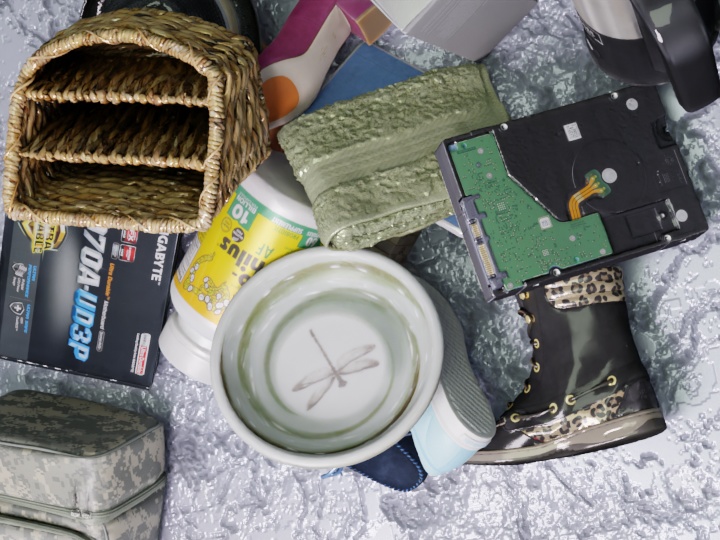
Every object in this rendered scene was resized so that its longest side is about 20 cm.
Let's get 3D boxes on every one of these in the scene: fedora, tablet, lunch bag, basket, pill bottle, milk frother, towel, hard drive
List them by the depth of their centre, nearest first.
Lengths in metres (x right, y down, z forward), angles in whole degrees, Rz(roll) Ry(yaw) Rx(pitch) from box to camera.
[{"bbox_3d":[0.268,-0.251,1.312,0.200,0.188,0.181,-45,63,0],"label":"milk frother"},{"bbox_3d":[-0.192,-0.128,1.364,0.199,0.149,0.143,6,122,20],"label":"basket"},{"bbox_3d":[0.176,-0.066,1.379,0.199,0.038,0.140,-17,80,-15],"label":"hard drive"},{"bbox_3d":[0.039,-0.102,1.423,0.199,0.037,0.149,-19,59,-10],"label":"towel"},{"bbox_3d":[0.047,-0.118,1.461,0.199,0.014,0.130,30,64,19],"label":"tablet"},{"bbox_3d":[-0.186,-0.192,1.475,0.199,0.092,0.202,7,113,15],"label":"fedora"},{"bbox_3d":[-0.103,0.001,1.486,0.113,0.113,0.201,38,112,17],"label":"pill bottle"},{"bbox_3d":[-0.285,0.220,1.559,0.199,0.139,0.169,7,108,21],"label":"lunch bag"}]

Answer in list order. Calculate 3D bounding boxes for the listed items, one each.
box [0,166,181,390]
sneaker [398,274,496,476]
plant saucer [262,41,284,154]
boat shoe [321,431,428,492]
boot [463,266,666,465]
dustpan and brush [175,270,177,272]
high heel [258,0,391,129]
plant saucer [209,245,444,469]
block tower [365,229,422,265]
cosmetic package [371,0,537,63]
[{"bbox_3d":[-0.252,0.004,1.522,0.158,0.046,0.201,12,120,-4],"label":"box"},{"bbox_3d":[0.049,0.090,1.433,0.082,0.074,0.201,-46,39,28],"label":"sneaker"},{"bbox_3d":[-0.149,-0.138,1.559,0.199,0.037,0.201,-1,89,22],"label":"plant saucer"},{"bbox_3d":[-0.030,0.143,1.459,0.199,0.069,0.084,30,120,-6],"label":"boat shoe"},{"bbox_3d":[0.155,0.087,1.422,0.199,0.073,0.152,-14,79,28],"label":"boot"},{"bbox_3d":[-0.215,-0.008,1.563,0.199,0.057,0.140,10,120,-10],"label":"dustpan and brush"},{"bbox_3d":[-0.068,-0.199,1.478,0.200,0.067,0.096,-43,46,-9],"label":"high heel"},{"bbox_3d":[-0.026,0.078,1.391,0.199,0.050,0.201,-4,64,8],"label":"plant saucer"},{"bbox_3d":[0.000,0.000,1.490,0.054,0.058,0.201,31,101,19],"label":"block tower"},{"bbox_3d":[0.065,-0.249,1.393,0.090,0.200,0.107,-45,72,12],"label":"cosmetic package"}]
